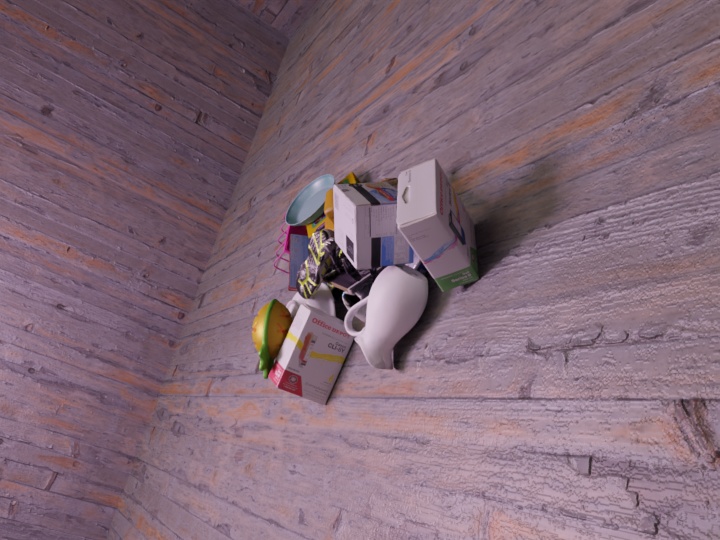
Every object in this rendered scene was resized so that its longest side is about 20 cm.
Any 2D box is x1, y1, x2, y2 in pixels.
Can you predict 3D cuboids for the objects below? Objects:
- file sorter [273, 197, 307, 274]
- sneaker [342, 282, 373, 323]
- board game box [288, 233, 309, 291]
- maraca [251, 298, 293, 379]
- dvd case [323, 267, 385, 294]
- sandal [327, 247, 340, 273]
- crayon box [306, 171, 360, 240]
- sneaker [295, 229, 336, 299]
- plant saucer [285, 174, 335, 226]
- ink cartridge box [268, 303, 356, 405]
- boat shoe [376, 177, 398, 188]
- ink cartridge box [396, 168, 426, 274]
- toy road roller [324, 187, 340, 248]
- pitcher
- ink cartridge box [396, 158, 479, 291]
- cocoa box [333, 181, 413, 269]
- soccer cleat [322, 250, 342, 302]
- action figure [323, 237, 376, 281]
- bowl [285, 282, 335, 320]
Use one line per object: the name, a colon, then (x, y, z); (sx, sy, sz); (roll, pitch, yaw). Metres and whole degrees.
file sorter: (-0.188, -0.093, 1.951); (0.125, 0.136, 0.204); (-39, 34, 48)
sneaker: (-0.009, 0.062, 1.503); (0.076, 0.085, 0.200); (-61, 23, 11)
board game box: (-0.158, -0.022, 1.792); (0.020, 0.100, 0.204); (108, 164, -49)
maraca: (-0.226, 0.170, 1.558); (0.138, 0.104, 0.204); (74, -160, -54)
dvd case: (0.000, 0.000, 1.528); (0.147, 0.016, 0.199); (-33, 18, -16)
sandal: (-0.060, -0.058, 1.765); (0.203, 0.042, 0.076); (-58, 26, 16)
crayon box: (-0.073, -0.179, 1.823); (0.198, 0.058, 0.174); (-37, 30, 13)
sneaker: (-0.103, -0.012, 1.561); (0.075, 0.076, 0.203); (41, 121, 25)
plant saucer: (-0.143, -0.202, 1.844); (0.198, 0.036, 0.202); (-33, 31, 23)
ink cartridge box: (-0.117, 0.205, 1.515); (0.204, 0.143, 0.083); (-66, 25, -1)
boat shoe: (0.070, -0.198, 1.492); (0.199, 0.064, 0.072); (-28, -27, -57)
ink cartridge box: (0.115, -0.093, 1.381); (0.199, 0.042, 0.202); (-61, 35, 25)
toy road roller: (-0.007, -0.152, 1.571); (0.196, 0.146, 0.125); (-23, 43, 26)
pitcher: (0.048, 0.079, 1.306); (0.171, 0.120, 0.204); (37, 108, 39)
ink cartridge box: (0.148, -0.084, 1.165); (0.086, 0.200, 0.148); (-19, 44, 26)
cocoa box: (0.026, -0.101, 1.304); (0.200, 0.127, 0.137); (-128, 35, -65)
soccer cleat: (-0.036, -0.006, 1.669); (0.083, 0.064, 0.203); (36, 99, 42)
action figure: (-0.021, -0.042, 1.478); (0.116, 0.105, 0.200); (-20, 17, -11)
bowl: (-0.149, 0.132, 1.649); (0.200, 0.088, 0.207); (-18, 70, 59)
